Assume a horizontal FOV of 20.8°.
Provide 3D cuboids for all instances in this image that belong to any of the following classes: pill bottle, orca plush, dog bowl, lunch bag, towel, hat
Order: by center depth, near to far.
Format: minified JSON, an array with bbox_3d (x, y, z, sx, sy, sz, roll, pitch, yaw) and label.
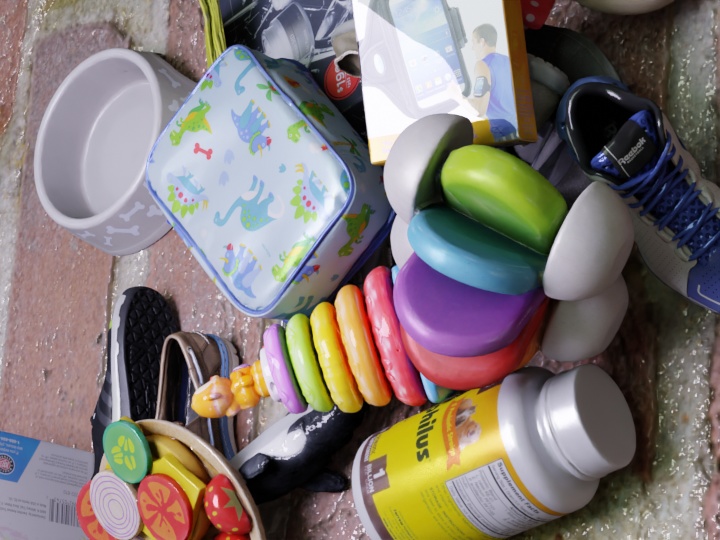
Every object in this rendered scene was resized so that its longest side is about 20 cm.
[{"bbox_3d":[0.098,0.139,1.430,0.200,0.109,0.110,-27,59,33],"label":"pill bottle"},{"bbox_3d":[0.128,-0.092,1.497,0.200,0.081,0.202,-11,68,30],"label":"hat"},{"bbox_3d":[-0.073,-0.065,1.540,0.161,0.082,0.200,-52,56,19],"label":"lunch bag"},{"bbox_3d":[-0.030,0.142,1.596,0.200,0.071,0.105,-40,7,13],"label":"orca plush"},{"bbox_3d":[-0.124,-0.160,1.693,0.018,0.200,0.086,-8,70,-6],"label":"towel"},{"bbox_3d":[-0.230,-0.117,1.847,0.199,0.059,0.201,-16,65,37],"label":"dog bowl"}]

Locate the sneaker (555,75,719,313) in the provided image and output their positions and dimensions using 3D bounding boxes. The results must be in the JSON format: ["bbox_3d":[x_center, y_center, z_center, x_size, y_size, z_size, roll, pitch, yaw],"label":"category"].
[{"bbox_3d":[0.200,-0.056,1.349,0.081,0.115,0.200,-42,80,9],"label":"sneaker"}]

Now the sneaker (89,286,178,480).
[{"bbox_3d":[-0.215,0.113,1.747,0.083,0.072,0.201,-14,67,40],"label":"sneaker"}]

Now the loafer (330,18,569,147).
[{"bbox_3d":[0.056,-0.139,1.461,0.199,0.075,0.070,17,85,34],"label":"loafer"}]

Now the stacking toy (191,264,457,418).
[{"bbox_3d":[-0.034,0.070,1.482,0.199,0.116,0.110,-17,86,6],"label":"stacking toy"}]

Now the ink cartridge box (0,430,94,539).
[{"bbox_3d":[-0.316,0.253,1.740,0.084,0.144,0.201,-17,65,37],"label":"ink cartridge box"}]

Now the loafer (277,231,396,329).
[{"bbox_3d":[0.000,0.000,1.583,0.075,0.070,0.201,24,88,37],"label":"loafer"}]

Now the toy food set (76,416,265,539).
[{"bbox_3d":[-0.155,0.217,1.610,0.198,0.049,0.201,37,128,26],"label":"toy food set"}]

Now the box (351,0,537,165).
[{"bbox_3d":[0.055,-0.182,1.407,0.119,0.041,0.201,-8,90,26],"label":"box"}]

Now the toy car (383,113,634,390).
[{"bbox_3d":[0.084,0.003,1.342,0.175,0.200,0.150,28,66,19],"label":"toy car"}]

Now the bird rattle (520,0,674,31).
[{"bbox_3d":[0.176,-0.255,1.465,0.162,0.113,0.200,21,59,9],"label":"bird rattle"}]

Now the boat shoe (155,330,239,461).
[{"bbox_3d":[-0.149,0.149,1.673,0.072,0.072,0.201,-18,66,36],"label":"boat shoe"}]

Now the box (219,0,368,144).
[{"bbox_3d":[-0.015,-0.190,1.645,0.182,0.104,0.201,-31,57,32],"label":"box"}]
